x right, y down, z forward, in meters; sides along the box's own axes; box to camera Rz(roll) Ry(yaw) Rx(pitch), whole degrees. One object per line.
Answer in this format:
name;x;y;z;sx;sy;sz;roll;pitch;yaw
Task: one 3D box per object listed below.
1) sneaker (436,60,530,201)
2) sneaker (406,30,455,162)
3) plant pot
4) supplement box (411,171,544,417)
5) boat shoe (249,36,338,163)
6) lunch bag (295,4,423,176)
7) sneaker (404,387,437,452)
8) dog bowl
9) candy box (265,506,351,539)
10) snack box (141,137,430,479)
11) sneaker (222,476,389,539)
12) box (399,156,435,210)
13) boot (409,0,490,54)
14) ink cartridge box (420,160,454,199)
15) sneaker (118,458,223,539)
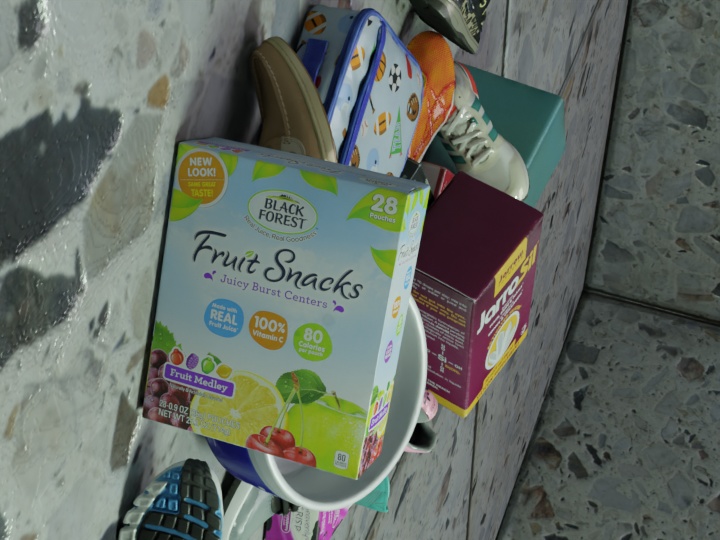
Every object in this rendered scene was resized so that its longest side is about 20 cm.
sneaker;0.106;-0.149;1.279;0.093;0.070;0.201;13;47;-55
sneaker;0.047;-0.156;1.202;0.077;0.072;0.202;71;36;-69
plant pot;0.151;-0.120;1.494;0.201;0.140;0.141;-64;162;-14
supplement box;0.101;0.026;1.188;0.131;0.103;0.201;-48;154;-29
boat shoe;-0.052;-0.070;0.880;0.071;0.064;0.202;169;-96;-75
lunch bag;-0.018;-0.110;1.001;0.160;0.075;0.202;40;63;-63
sneaker;0.039;0.106;1.174;0.070;0.081;0.201;-57;154;-32
dog bowl;-0.036;0.089;0.984;0.199;0.078;0.202;-12;107;-46
candy box;-0.030;0.190;1.262;0.200;0.060;0.138;-47;147;-61
snack box;-0.054;0.022;0.833;0.068;0.167;0.202;-26;128;-71
sneaker;-0.033;0.193;1.091;0.200;0.120;0.084;-50;160;-25
box;0.000;0.000;1.136;0.201;0.043;0.160;-57;161;-8
boot;0.124;-0.312;1.236;0.154;0.073;0.203;-57;170;7
ink cartridge box;0.060;-0.039;1.330;0.200;0.083;0.146;15;90;-75
sneaker;-0.140;0.220;0.915;0.087;0.074;0.202;-58;166;-65
